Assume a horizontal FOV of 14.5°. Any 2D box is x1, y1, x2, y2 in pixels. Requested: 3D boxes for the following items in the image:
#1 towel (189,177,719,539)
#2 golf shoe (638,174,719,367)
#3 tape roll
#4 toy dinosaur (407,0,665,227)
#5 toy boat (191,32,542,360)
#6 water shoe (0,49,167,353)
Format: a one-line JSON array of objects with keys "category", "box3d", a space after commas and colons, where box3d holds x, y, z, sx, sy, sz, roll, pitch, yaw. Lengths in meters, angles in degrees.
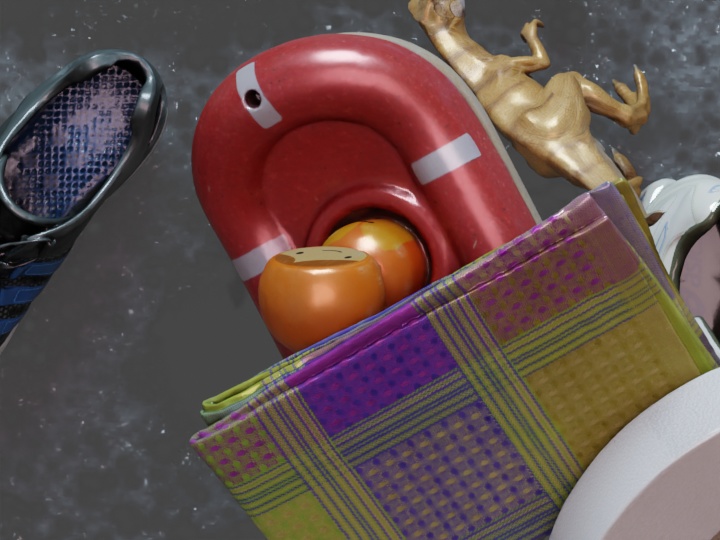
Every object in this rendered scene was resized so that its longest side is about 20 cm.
[{"category": "towel", "box3d": [0.048, 0.058, 1.143, 0.200, 0.023, 0.144, -30, 126, 8]}, {"category": "golf shoe", "box3d": [0.143, 0.058, 1.213, 0.078, 0.097, 0.200, -2, 88, -6]}, {"category": "tape roll", "box3d": [0.173, 0.122, 1.182, 0.203, 0.037, 0.203, -10, 125, -14]}, {"category": "toy dinosaur", "box3d": [0.088, -0.054, 1.208, 0.200, 0.106, 0.060, 46, 117, 37]}, {"category": "toy boat", "box3d": [0.000, 0.000, 1.175, 0.130, 0.131, 0.200, -29, 88, 26]}, {"category": "water shoe", "box3d": [-0.160, -0.018, 1.204, 0.071, 0.079, 0.200, 37, 84, -1]}]
